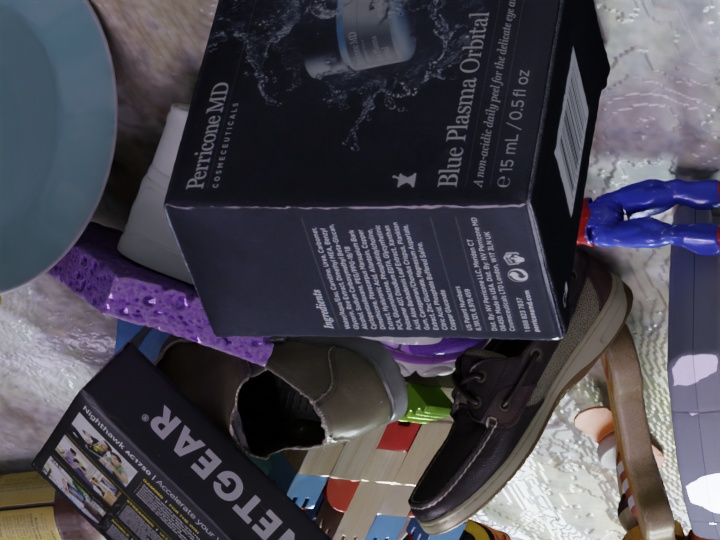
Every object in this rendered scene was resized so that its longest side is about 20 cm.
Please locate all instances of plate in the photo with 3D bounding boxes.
[{"bbox_3d":[-0.216,-0.085,1.548,0.026,0.201,0.200,8,149,41],"label":"plate"}]

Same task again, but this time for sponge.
[{"bbox_3d":[-0.138,0.004,1.657,0.111,0.030,0.200,18,-174,-30],"label":"sponge"}]

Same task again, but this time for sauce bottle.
[{"bbox_3d":[-0.212,0.175,1.989,0.199,0.065,0.065,-6,141,24],"label":"sauce bottle"}]

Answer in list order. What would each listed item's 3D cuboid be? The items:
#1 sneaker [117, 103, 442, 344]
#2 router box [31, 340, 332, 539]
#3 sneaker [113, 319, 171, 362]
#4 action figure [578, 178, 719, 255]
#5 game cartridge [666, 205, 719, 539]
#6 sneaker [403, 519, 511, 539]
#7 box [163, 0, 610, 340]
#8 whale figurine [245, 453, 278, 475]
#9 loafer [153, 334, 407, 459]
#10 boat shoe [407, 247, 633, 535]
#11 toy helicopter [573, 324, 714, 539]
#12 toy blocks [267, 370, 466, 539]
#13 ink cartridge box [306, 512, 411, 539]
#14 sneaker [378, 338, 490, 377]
[{"bbox_3d":[-0.031,-0.034,1.616,0.199,0.074,0.116,18,99,-4],"label":"sneaker"},{"bbox_3d":[-0.102,0.151,1.680,0.200,0.051,0.149,44,152,2],"label":"router box"},{"bbox_3d":[-0.134,0.056,1.827,0.066,0.079,0.200,-22,171,-25],"label":"sneaker"},{"bbox_3d":[0.142,-0.043,1.605,0.199,0.066,0.099,-9,148,24],"label":"action figure"},{"bbox_3d":[0.212,0.071,1.681,0.040,0.134,0.200,-5,141,9],"label":"game cartridge"},{"bbox_3d":[0.030,0.222,1.986,0.090,0.070,0.200,5,161,-33],"label":"sneaker"},{"bbox_3d":[0.018,-0.074,1.485,0.199,0.197,0.118,-1,141,16],"label":"box"},{"bbox_3d":[-0.100,0.141,1.828,0.159,0.104,0.200,-20,171,-15],"label":"whale figurine"},{"bbox_3d":[-0.063,0.070,1.651,0.200,0.070,0.075,-1,114,46],"label":"loafer"},{"bbox_3d":[0.085,0.069,1.684,0.065,0.200,0.073,43,161,-19],"label":"boat shoe"},{"bbox_3d":[0.179,0.117,1.786,0.079,0.132,0.201,-12,120,0],"label":"toy helicopter"},{"bbox_3d":[0.012,0.116,1.767,0.199,0.100,0.137,9,117,-36],"label":"toy blocks"},{"bbox_3d":[-0.053,0.203,1.876,0.176,0.200,0.045,-25,101,38],"label":"ink cartridge box"},{"bbox_3d":[0.000,0.000,1.695,0.199,0.081,0.083,22,130,-20],"label":"sneaker"}]
